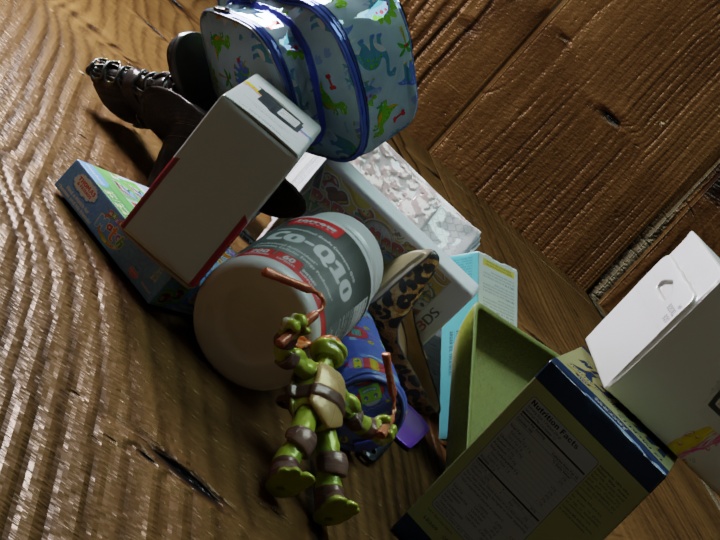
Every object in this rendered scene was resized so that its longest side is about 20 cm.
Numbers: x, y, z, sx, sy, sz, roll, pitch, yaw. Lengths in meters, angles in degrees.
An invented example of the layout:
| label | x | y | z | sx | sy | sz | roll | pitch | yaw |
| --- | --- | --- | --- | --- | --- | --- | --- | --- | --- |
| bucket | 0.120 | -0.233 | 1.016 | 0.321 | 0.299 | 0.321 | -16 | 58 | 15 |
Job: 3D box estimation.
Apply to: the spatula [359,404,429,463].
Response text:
| label | x | y | z | sx | sy | sz | roll | pitch | yaw |
| --- | --- | --- | --- | --- | --- | --- | --- | --- | --- |
| spatula | 0.026 | 0.153 | 1.559 | 0.057 | 0.021 | 0.200 | 46 | 12 | 5 |

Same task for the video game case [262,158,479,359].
| label | x | y | z | sx | sy | sz | roll | pitch | yaw |
| --- | --- | --- | --- | --- | --- | --- | --- | --- | --- |
| video game case | 0.000 | 0.000 | 1.680 | 0.200 | 0.182 | 0.023 | 43 | 45 | 0 |

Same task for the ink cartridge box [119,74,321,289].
| label | x | y | z | sx | sy | sz | roll | pitch | yaw |
| --- | --- | --- | --- | --- | --- | --- | --- | --- | --- |
| ink cartridge box | -0.116 | -0.081 | 1.415 | 0.083 | 0.146 | 0.200 | 39 | 11 | -5 |

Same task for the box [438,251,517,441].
| label | x | y | z | sx | sy | sz | roll | pitch | yaw |
| --- | --- | --- | --- | --- | --- | --- | --- | --- | --- |
| box | 0.128 | 0.088 | 1.769 | 0.082 | 0.049 | 0.202 | 23 | 63 | -49 |

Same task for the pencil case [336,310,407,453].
| label | x | y | z | sx | sy | sz | roll | pitch | yaw |
| --- | --- | --- | --- | --- | --- | --- | --- | --- | --- |
| pencil case | -0.010 | 0.094 | 1.505 | 0.077 | 0.088 | 0.200 | -2 | 22 | -8 |

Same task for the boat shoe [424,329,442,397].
| label | x | y | z | sx | sy | sz | roll | pitch | yaw |
| --- | --- | --- | --- | --- | --- | --- | --- | --- | --- |
| boat shoe | 0.072 | 0.085 | 1.839 | 0.200 | 0.074 | 0.067 | 41 | 12 | -11 |

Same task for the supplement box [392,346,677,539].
| label | x | y | z | sx | sy | sz | roll | pitch | yaw |
| --- | --- | --- | --- | --- | --- | --- | --- | --- | --- |
| supplement box | 0.161 | 0.188 | 1.438 | 0.134 | 0.200 | 0.200 | 45 | 11 | 10 |

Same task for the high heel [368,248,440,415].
| label | x | y | z | sx | sy | sz | roll | pitch | yaw |
| --- | --- | --- | --- | --- | --- | --- | --- | --- | --- |
| high heel | 0.063 | 0.063 | 1.627 | 0.142 | 0.200 | 0.072 | 38 | 47 | -6 |

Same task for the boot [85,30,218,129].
| label | x | y | z | sx | sy | sz | roll | pitch | yaw |
| --- | --- | --- | --- | --- | --- | --- | --- | --- | --- |
| boot | -0.211 | -0.186 | 1.686 | 0.173 | 0.070 | 0.201 | 18 | -24 | 24 |

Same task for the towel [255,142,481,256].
| label | x | y | z | sx | sy | sz | roll | pitch | yaw |
| --- | --- | --- | --- | --- | --- | --- | --- | --- | --- |
| towel | 0.012 | -0.034 | 1.798 | 0.191 | 0.200 | 0.032 | 41 | -27 | 1 |

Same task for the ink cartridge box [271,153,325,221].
| label | x | y | z | sx | sy | sz | roll | pitch | yaw |
| --- | --- | --- | --- | --- | --- | --- | --- | --- | --- |
| ink cartridge box | -0.035 | -0.099 | 1.963 | 0.084 | 0.144 | 0.200 | 39 | 12 | -17 |

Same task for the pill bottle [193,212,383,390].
| label | x | y | z | sx | sy | sz | roll | pitch | yaw |
| --- | --- | --- | --- | --- | --- | --- | --- | --- | --- |
| pill bottle | -0.055 | 0.018 | 1.423 | 0.114 | 0.114 | 0.200 | 43 | 25 | 3 |

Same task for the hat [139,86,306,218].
| label | x | y | z | sx | sy | sz | roll | pitch | yaw |
| --- | --- | --- | --- | --- | --- | --- | --- | --- | --- |
| hat | -0.155 | -0.088 | 1.623 | 0.200 | 0.081 | 0.201 | 32 | -15 | 10 |

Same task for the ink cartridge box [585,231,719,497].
| label | x | y | z | sx | sy | sz | roll | pitch | yaw |
| --- | --- | --- | --- | --- | --- | --- | --- | --- | --- |
| ink cartridge box | 0.321 | 0.096 | 1.447 | 0.200 | 0.145 | 0.147 | 43 | 11 | -11 |

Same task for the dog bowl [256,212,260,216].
| label | x | y | z | sx | sy | sz | roll | pitch | yaw |
| --- | --- | --- | --- | --- | --- | --- | --- | --- | --- |
| dog bowl | -0.169 | -0.135 | 1.873 | 0.200 | 0.050 | 0.111 | 48 | 12 | 23 |

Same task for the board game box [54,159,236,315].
| label | x | y | z | sx | sy | sz | roll | pitch | yaw |
| --- | --- | --- | --- | --- | --- | --- | --- | --- | --- |
| board game box | -0.167 | -0.017 | 1.471 | 0.151 | 0.037 | 0.200 | 48 | 11 | 25 |

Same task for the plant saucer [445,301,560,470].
| label | x | y | z | sx | sy | sz | roll | pitch | yaw |
| --- | --- | --- | --- | --- | --- | --- | --- | --- | --- |
| plant saucer | 0.148 | 0.162 | 1.692 | 0.199 | 0.048 | 0.202 | 32 | 54 | -45 |

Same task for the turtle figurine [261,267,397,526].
| label | x | y | z | sx | sy | sz | roll | pitch | yaw |
| --- | --- | --- | --- | --- | --- | --- | --- | --- | --- |
| turtle figurine | -0.038 | 0.103 | 1.273 | 0.200 | 0.064 | 0.163 | 51 | 35 | -41 |

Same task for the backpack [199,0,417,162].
| label | x | y | z | sx | sy | sz | roll | pitch | yaw |
| --- | --- | --- | --- | --- | --- | --- | --- | --- | --- |
| backpack | -0.049 | -0.193 | 1.575 | 0.199 | 0.146 | 0.185 | 19 | -49 | 45 |
